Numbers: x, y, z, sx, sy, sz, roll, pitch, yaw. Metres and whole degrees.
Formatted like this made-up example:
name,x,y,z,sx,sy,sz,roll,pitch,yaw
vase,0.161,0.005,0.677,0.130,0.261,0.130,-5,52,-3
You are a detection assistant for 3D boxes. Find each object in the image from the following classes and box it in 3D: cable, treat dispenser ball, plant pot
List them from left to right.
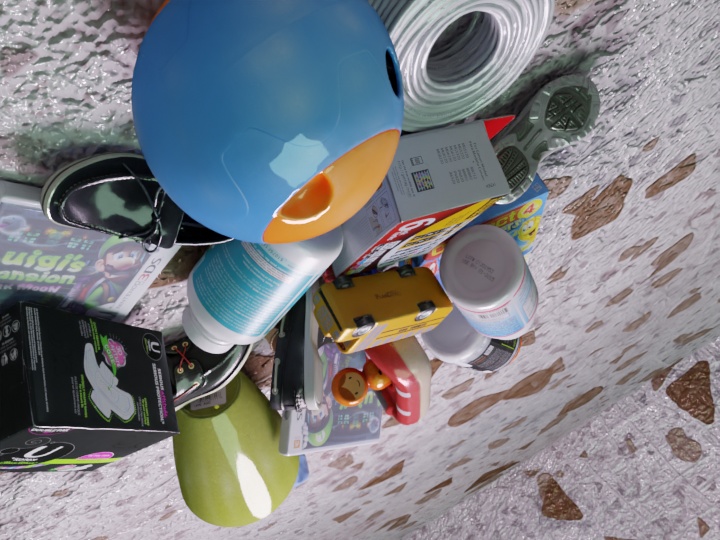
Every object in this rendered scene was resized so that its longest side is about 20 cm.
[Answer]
name,x,y,z,sx,sy,sz,roll,pitch,yaw
plant pot,-0.190,0.227,1.057,0.184,0.188,0.203,-21,137,-13
treat dispenser ball,-0.066,-0.121,0.548,0.197,0.203,0.202,-21,152,-12
cable,0.080,-0.215,0.669,0.200,0.070,0.198,-43,149,25

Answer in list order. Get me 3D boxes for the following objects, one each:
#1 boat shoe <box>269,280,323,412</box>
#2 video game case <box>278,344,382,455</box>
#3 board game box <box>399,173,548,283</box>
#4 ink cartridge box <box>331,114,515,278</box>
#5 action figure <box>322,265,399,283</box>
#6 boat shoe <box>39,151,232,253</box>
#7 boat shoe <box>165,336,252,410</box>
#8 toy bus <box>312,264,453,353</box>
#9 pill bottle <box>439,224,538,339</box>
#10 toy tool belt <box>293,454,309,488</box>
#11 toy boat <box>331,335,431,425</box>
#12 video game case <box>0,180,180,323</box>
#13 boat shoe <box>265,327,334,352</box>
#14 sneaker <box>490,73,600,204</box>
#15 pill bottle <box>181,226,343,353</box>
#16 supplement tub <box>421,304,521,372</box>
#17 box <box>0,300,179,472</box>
name,x,y,z,sx,sy,sz,roll,pitch,yaw
boat shoe,-0.076,0.063,0.869,0.059,0.205,0.074,-5,159,6
video game case,-0.032,0.168,1.098,0.023,0.187,0.198,6,180,42
board game box,0.151,-0.037,1.041,0.196,0.057,0.197,-24,152,-10
ink cartridge box,0.066,-0.076,0.806,0.172,0.086,0.200,-16,171,-23
action figure,0.000,0.000,0.959,0.051,0.067,0.199,-16,161,28
boat shoe,-0.186,-0.058,0.675,0.197,0.062,0.076,2,122,-47
boat shoe,-0.222,0.125,0.945,0.199,0.075,0.063,-33,154,11
toy bus,0.025,0.046,0.891,0.197,0.066,0.078,-10,151,-44
pill bottle,0.178,0.026,0.993,0.107,0.110,0.200,-32,152,7
toy tool belt,-0.144,0.351,1.340,0.122,0.127,0.198,-32,154,25
toy boat,0.019,0.141,1.024,0.129,0.131,0.202,-25,145,-14
video game case,-0.290,-0.001,0.731,0.198,0.024,0.182,9,134,-49
boat shoe,-0.056,0.056,0.988,0.199,0.073,0.077,-24,145,-55
sneaker,0.195,-0.158,0.884,0.199,0.078,0.099,-40,-168,-10
pill bottle,-0.115,0.003,0.804,0.110,0.112,0.200,7,135,-48
supplement tub,0.190,0.101,1.234,0.122,0.124,0.199,-38,150,18
box,-0.316,0.132,0.786,0.146,0.127,0.199,-25,157,21
